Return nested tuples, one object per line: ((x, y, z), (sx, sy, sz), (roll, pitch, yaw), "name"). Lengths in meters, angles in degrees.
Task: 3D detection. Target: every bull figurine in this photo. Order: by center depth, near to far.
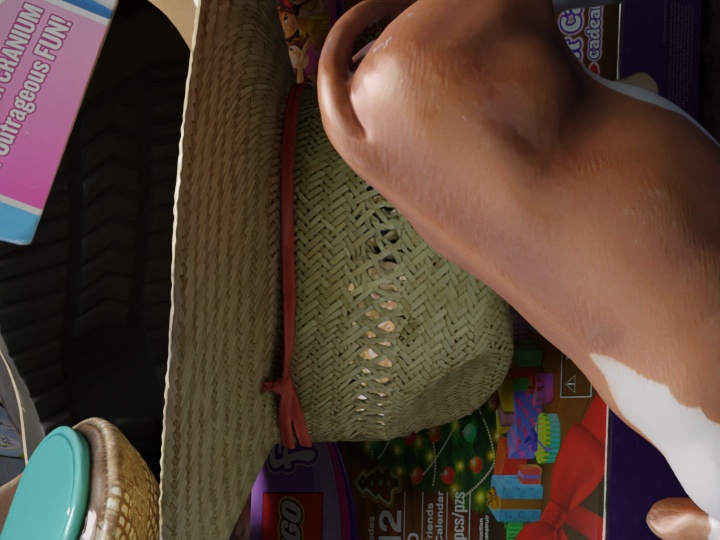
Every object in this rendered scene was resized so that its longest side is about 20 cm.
((0.077, -0.010, 0.720), (0.065, 0.200, 0.122), (-21, 32, 52), "bull figurine")

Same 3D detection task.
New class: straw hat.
((0.000, 0.000, 0.767), (0.085, 0.201, 0.202), (4, 85, 2), "straw hat")

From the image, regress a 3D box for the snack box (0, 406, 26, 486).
((-0.206, 0.097, 1.022), (0.200, 0.068, 0.169), (29, 103, 40), "snack box")

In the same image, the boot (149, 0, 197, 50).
((-0.111, -0.138, 0.874), (0.066, 0.200, 0.176), (-37, 60, 30), "boot")

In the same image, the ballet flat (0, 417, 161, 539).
((-0.084, 0.088, 0.841), (0.200, 0.065, 0.071), (-24, 45, 64), "ballet flat")

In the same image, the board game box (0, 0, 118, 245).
((-0.077, -0.130, 0.737), (0.153, 0.040, 0.201), (-110, 38, -59), "board game box")

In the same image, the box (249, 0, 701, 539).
((0.031, -0.002, 0.831), (0.136, 0.039, 0.201), (-4, 81, 44), "box")

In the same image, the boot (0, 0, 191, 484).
((-0.106, -0.022, 0.897), (0.138, 0.077, 0.201), (48, 145, 41), "boot")
